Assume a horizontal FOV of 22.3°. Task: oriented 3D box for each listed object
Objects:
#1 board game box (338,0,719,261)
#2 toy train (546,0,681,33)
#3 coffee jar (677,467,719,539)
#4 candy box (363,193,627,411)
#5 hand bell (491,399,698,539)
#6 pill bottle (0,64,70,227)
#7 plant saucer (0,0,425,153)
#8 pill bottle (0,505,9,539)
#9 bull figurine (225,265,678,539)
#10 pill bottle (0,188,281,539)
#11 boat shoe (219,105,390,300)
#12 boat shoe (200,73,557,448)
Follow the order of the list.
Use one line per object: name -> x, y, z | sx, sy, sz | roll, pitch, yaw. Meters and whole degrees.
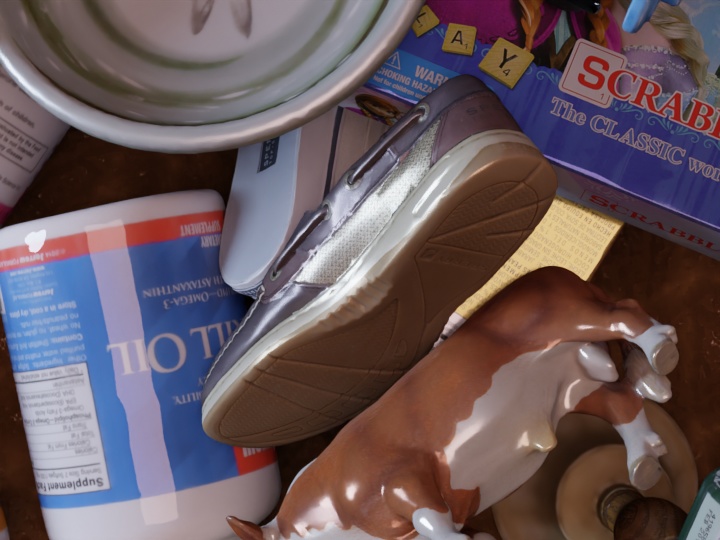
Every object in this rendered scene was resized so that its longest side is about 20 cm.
board game box -> 0.116, -0.127, 0.778 | 0.200, 0.041, 0.200 | 22, 77, 3
toy train -> 0.109, -0.174, 0.670 | 0.087, 0.200, 0.114 | 28, 66, 5
coffee jar -> 0.139, 0.175, 0.688 | 0.085, 0.104, 0.200 | 33, 109, 37
candy box -> 0.060, 0.019, 0.843 | 0.056, 0.117, 0.200 | 34, 90, 0
hand bell -> 0.117, 0.108, 0.803 | 0.104, 0.200, 0.104 | 0, 90, -1
pill bottle -> -0.161, -0.124, 0.837 | 0.113, 0.113, 0.200 | 35, 90, -2
plant saucer -> -0.062, -0.137, 0.755 | 0.200, 0.050, 0.200 | -2, 73, 8
pill bottle -> -0.243, 0.053, 0.837 | 0.112, 0.112, 0.200 | -19, 91, -2
bull figurine -> 0.040, 0.076, 0.725 | 0.200, 0.121, 0.065 | -47, 128, -14
pill bottle -> -0.098, 0.069, 0.841 | 0.112, 0.112, 0.200 | -12, 91, -2
boat shoe -> -0.003, -0.065, 0.852 | 0.086, 0.075, 0.202 | 30, 54, -32
boat shoe -> 0.000, 0.000, 0.755 | 0.072, 0.065, 0.200 | 14, 132, -37
